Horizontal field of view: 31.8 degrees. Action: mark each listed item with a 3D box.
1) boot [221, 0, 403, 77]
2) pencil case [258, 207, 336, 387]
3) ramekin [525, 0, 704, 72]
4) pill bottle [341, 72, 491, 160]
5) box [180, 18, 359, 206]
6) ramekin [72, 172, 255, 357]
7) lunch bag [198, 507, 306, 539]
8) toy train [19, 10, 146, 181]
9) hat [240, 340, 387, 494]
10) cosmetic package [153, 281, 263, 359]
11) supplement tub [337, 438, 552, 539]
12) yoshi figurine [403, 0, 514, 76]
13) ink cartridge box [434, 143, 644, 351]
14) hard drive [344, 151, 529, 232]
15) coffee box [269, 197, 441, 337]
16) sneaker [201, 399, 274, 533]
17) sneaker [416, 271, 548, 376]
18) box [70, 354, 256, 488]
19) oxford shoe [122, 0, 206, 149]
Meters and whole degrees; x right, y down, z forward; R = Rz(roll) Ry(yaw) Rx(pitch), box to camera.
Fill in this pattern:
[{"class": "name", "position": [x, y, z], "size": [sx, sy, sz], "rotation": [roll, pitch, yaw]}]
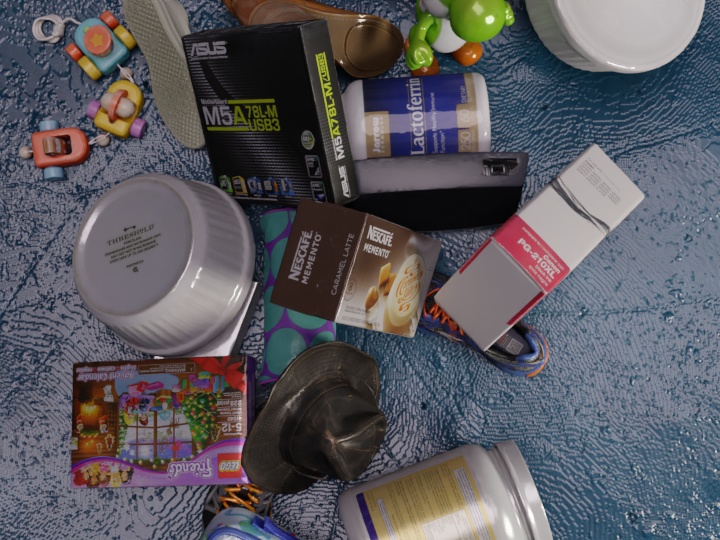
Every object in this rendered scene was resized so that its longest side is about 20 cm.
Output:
[{"class": "boot", "position": [-0.061, -0.287, 1.453], "size": [0.155, 0.200, 0.077], "rotation": [43, 126, 40]}, {"class": "pencil case", "position": [-0.070, 0.036, 1.403], "size": [0.085, 0.092, 0.200], "rotation": [9, 72, -30]}, {"class": "ramekin", "position": [0.276, -0.314, 1.410], "size": [0.202, 0.094, 0.203], "rotation": [1, 89, -23]}, {"class": "pill bottle", "position": [0.042, -0.158, 1.419], "size": [0.200, 0.116, 0.116], "rotation": [-4, 83, 1]}, {"class": "box", "position": [-0.098, -0.167, 1.363], "size": [0.047, 0.200, 0.193], "rotation": [-29, 115, -40]}, {"class": "ramekin", "position": [-0.222, -0.013, 1.377], "size": [0.202, 0.094, 0.203], "rotation": [-8, 72, 24]}, {"class": "lunch bag", "position": [-0.099, 0.355, 1.348], "size": [0.200, 0.082, 0.161], "rotation": [31, 102, -7]}, {"class": "toy train", "position": [-0.326, -0.208, 1.459], "size": [0.150, 0.056, 0.200], "rotation": [-4, 84, 0]}, {"class": "hat", "position": [-0.027, 0.174, 1.332], "size": [0.081, 0.201, 0.201], "rotation": [33, 84, 34]}, {"class": "cosmetic package", "position": [-0.184, 0.096, 1.422], "size": [0.082, 0.051, 0.200], "rotation": [20, 83, 8]}, {"class": "supplement tub", "position": [0.090, 0.272, 1.352], "size": [0.200, 0.145, 0.146], "rotation": [-20, 83, -1]}, {"class": "yoshi figurine", "position": [0.107, -0.265, 1.381], "size": [0.112, 0.200, 0.113], "rotation": [17, 73, 2]}, {"class": "ink cartridge box", "position": [0.191, -0.026, 1.348], "size": [0.084, 0.145, 0.200], "rotation": [46, 55, 5]}, {"class": "hard drive", "position": [0.082, -0.084, 1.397], "size": [0.200, 0.135, 0.042], "rotation": [-3, 69, -1]}, {"class": "coffee box", "position": [0.000, 0.000, 1.317], "size": [0.080, 0.200, 0.114], "rotation": [16, 89, 26]}, {"class": "sneaker", "position": [-0.125, 0.232, 1.394], "size": [0.078, 0.077, 0.200], "rotation": [19, 85, 1]}, {"class": "sneaker", "position": [0.122, 0.052, 1.411], "size": [0.200, 0.078, 0.075], "rotation": [24, 83, 4]}, {"class": "box", "position": [-0.212, 0.164, 1.364], "size": [0.200, 0.039, 0.137], "rotation": [-4, 79, 11]}, {"class": "oxford shoe", "position": [-0.211, -0.238, 1.460], "size": [0.075, 0.058, 0.200], "rotation": [-23, 87, 34]}]
